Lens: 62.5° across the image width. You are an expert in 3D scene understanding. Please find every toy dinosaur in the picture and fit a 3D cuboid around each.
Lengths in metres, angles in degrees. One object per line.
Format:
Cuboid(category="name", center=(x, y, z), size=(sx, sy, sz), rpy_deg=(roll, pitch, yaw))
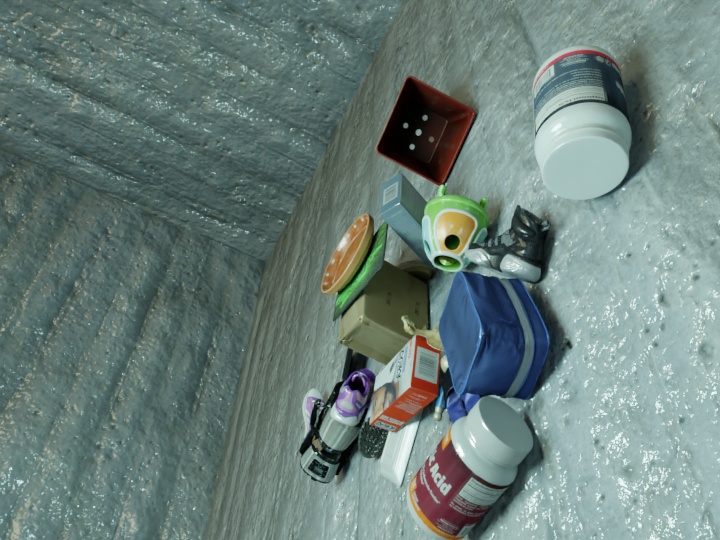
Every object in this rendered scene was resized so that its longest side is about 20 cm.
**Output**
Cuboid(category="toy dinosaur", center=(0.169, 0.130, 1.091), size=(0.100, 0.195, 0.060), rpy_deg=(-21, -57, -56))

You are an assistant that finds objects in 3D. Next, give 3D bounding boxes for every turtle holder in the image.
Cuboid(category="turtle holder", center=(0.179, -0.070, 1.204), size=(0.185, 0.137, 0.136), rpy_deg=(-30, 41, 62))

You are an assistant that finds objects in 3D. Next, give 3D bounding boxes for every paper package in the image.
Cuboid(category="paper package", center=(0.055, 0.093, 1.306), size=(0.104, 0.187, 0.204), rpy_deg=(-46, 27, 37))

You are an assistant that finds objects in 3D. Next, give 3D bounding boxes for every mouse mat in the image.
Cuboid(category="mouse mat", center=(0.000, 0.000, 1.273), size=(0.201, 0.007, 0.163), rpy_deg=(-51, 19, 35))

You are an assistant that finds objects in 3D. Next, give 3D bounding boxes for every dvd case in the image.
Cuboid(category="dvd case", center=(-0.040, 0.261, 1.594), size=(0.202, 0.017, 0.147), rpy_deg=(103, 179, -59))

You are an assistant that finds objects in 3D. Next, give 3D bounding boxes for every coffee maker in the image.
Cuboid(category="coffee maker", center=(-0.048, 0.383, 1.435), size=(0.190, 0.134, 0.203), rpy_deg=(-15, -41, -59))

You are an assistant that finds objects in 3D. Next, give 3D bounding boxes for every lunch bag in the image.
Cuboid(category="lunch bag", center=(0.209, 0.097, 0.931), size=(0.203, 0.127, 0.139), rpy_deg=(-96, 17, -55))

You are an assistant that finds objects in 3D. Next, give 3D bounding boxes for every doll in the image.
Cuboid(category="doll", center=(0.171, 0.216, 1.040), size=(0.139, 0.047, 0.202), rpy_deg=(-60, 19, 24))

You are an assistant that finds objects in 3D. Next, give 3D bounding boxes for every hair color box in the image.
Cuboid(category="hair color box", center=(0.124, -0.106, 1.307), size=(0.060, 0.199, 0.101), rpy_deg=(-26, 38, 31))
Cuboid(category="hair color box", center=(0.086, 0.227, 1.169), size=(0.201, 0.062, 0.114), rpy_deg=(122, 163, -50))

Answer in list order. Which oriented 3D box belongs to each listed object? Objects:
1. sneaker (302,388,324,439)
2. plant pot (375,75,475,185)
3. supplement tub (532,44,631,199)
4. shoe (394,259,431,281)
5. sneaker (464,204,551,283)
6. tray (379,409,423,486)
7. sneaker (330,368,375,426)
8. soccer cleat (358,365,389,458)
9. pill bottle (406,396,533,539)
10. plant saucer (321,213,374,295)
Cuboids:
Cuboid(category="sneaker", center=(-0.109, 0.412, 1.661), size=(0.115, 0.071, 0.206), rpy_deg=(-47, 37, 41))
Cuboid(category="plant pot", center=(0.162, -0.363, 1.557), size=(0.177, 0.195, 0.205), rpy_deg=(-87, 22, -78))
Cuboid(category="supplement tub", center=(0.334, -0.227, 0.904), size=(0.140, 0.137, 0.205), rpy_deg=(-46, 28, 51))
Cuboid(category="shoe", center=(0.118, -0.004, 1.432), size=(0.199, 0.068, 0.055), rpy_deg=(160, 123, -71))
Cuboid(category="sneaker", center=(0.262, -0.052, 1.041), size=(0.117, 0.074, 0.199), rpy_deg=(-67, 22, 1))
Cuboid(category="tray", center=(0.084, 0.329, 1.224), size=(0.107, 0.022, 0.206), rpy_deg=(-15, 55, 71))
Cuboid(category="sneaker", center=(-0.002, 0.265, 1.342), size=(0.200, 0.078, 0.091), rpy_deg=(-41, -34, -67))
Cuboid(category="soccer cleat", center=(0.045, 0.313, 1.317), size=(0.073, 0.066, 0.207), rpy_deg=(61, -136, -82))
Cuboid(category="pill bottle", center=(0.159, 0.293, 0.873), size=(0.203, 0.111, 0.115), rpy_deg=(-60, 19, 26))
Cuboid(category="plant saucer", center=(-0.025, -0.033, 1.339), size=(0.202, 0.032, 0.202), rpy_deg=(-55, 16, 23))
